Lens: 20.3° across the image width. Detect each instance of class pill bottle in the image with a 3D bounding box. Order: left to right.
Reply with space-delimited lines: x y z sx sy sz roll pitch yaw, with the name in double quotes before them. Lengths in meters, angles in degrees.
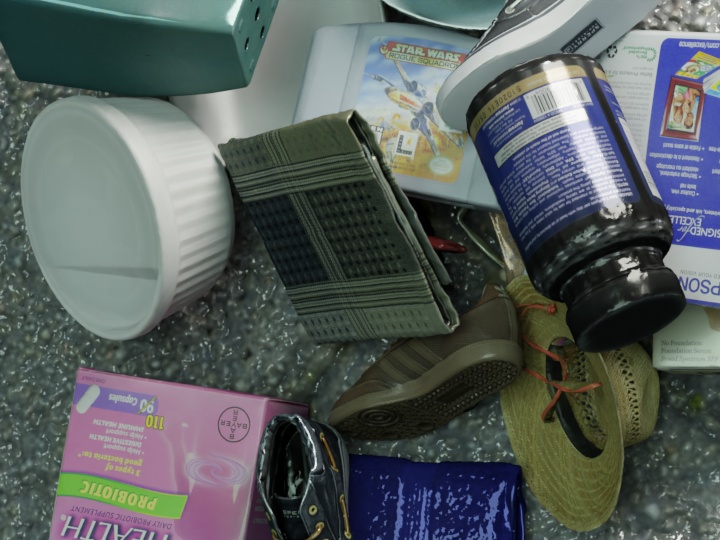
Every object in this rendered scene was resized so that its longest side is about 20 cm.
"pill bottle" 0.160 -0.048 1.462 0.111 0.112 0.201 -27 66 14

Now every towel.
"towel" -0.014 -0.031 1.567 0.199 0.034 0.194 -6 114 55
"towel" 0.035 0.225 1.618 0.198 0.050 0.149 2 77 20

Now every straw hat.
"straw hat" 0.184 0.093 1.554 0.085 0.201 0.202 -12 76 -24

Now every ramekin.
"ramekin" -0.188 -0.050 1.663 0.202 0.094 0.204 21 119 43

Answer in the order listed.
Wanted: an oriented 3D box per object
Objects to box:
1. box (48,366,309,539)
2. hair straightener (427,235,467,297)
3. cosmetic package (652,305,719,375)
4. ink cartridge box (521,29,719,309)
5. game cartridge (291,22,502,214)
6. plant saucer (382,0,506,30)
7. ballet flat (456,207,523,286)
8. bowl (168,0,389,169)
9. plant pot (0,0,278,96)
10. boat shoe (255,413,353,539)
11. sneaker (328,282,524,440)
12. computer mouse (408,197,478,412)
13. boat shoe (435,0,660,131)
"box" -0.153 0.192 1.656 0.175 0.097 0.202 8 87 21
"hair straightener" 0.000 0.000 1.628 0.199 0.041 0.078 13 96 41
"cosmetic package" 0.281 -0.021 1.546 0.104 0.071 0.202 -2 83 20
"ink cartridge box" 0.223 -0.079 1.513 0.197 0.047 0.202 9 92 41
"game cartridge" 0.045 -0.125 1.586 0.199 0.042 0.134 11 88 15
"plant saucer" 0.075 -0.253 1.624 0.199 0.039 0.202 6 50 -7
"ballet flat" 0.098 -0.072 1.621 0.067 0.068 0.201 -32 72 20
"bowl" -0.064 -0.187 1.686 0.199 0.075 0.201 -14 79 16
"plant pot" -0.174 -0.225 1.606 0.199 0.141 0.142 13 68 11
"boat shoe" -0.043 0.212 1.572 0.070 0.091 0.202 -13 73 16
"sneaker" 0.054 0.076 1.605 0.199 0.070 0.076 -26 50 38
"computer mouse" 0.052 0.020 1.641 0.058 0.034 0.201 -28 76 13
"boat shoe" 0.136 -0.185 1.526 0.200 0.072 0.068 -38 45 11
